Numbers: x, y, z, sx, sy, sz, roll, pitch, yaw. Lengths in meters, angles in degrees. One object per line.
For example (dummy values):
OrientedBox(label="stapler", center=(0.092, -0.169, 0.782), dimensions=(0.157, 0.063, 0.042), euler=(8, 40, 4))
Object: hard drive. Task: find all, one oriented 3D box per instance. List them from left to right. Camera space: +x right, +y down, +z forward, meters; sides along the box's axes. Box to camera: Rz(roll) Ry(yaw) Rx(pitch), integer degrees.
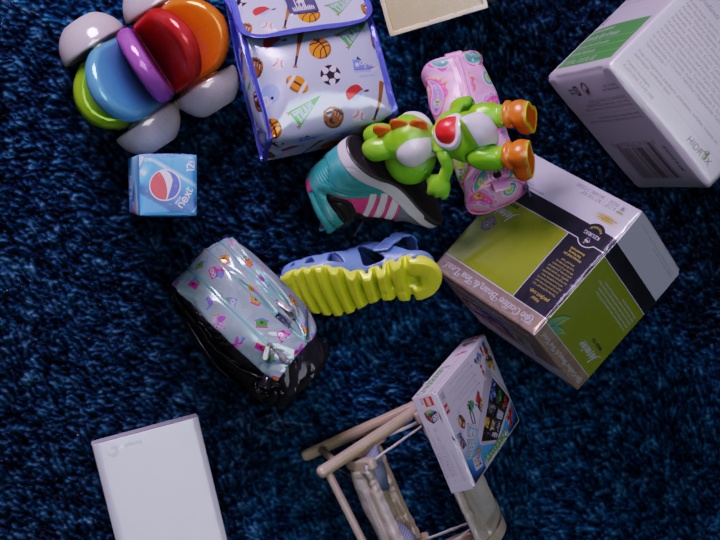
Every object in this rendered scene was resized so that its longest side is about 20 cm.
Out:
OrientedBox(label="hard drive", center=(-0.241, 0.290, 1.617), dimensions=(0.132, 0.026, 0.201), euler=(-14, 97, -12))

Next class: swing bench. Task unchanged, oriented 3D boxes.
OrientedBox(label="swing bench", center=(0.063, 0.273, 1.632), dimensions=(0.200, 0.130, 0.199), euler=(-27, 99, -10))

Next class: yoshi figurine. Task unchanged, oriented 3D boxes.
OrientedBox(label="yoshi figurine", center=(0.105, -0.143, 1.535), dimensions=(0.199, 0.112, 0.112), euler=(0, 117, 17))

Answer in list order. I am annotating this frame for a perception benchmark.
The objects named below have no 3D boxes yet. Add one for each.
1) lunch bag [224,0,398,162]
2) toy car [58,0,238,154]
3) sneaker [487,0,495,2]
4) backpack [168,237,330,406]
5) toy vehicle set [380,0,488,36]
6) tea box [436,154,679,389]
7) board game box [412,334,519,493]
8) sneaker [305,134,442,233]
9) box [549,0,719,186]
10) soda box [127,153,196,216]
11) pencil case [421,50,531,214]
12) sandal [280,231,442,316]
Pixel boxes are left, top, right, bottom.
OrientedBox(label="lunch bag", center=(-0.062, -0.251, 1.576), dimensions=(0.170, 0.124, 0.201), euler=(-12, 82, -12))
OrientedBox(label="toy car", center=(-0.239, -0.239, 1.517), dimensions=(0.200, 0.150, 0.175), euler=(-34, 101, -9))
OrientedBox(label="sneaker", center=(0.073, -0.364, 1.629), dimensions=(0.200, 0.074, 0.088), euler=(29, 97, -2))
OrientedBox(label="backpack", center=(-0.131, 0.061, 1.571), dimensions=(0.127, 0.167, 0.200), euler=(-44, 90, -13))
OrientedBox(label="toy vehicle set", center=(0.068, -0.393, 1.574), dimensions=(0.124, 0.027, 0.201), euler=(-14, 100, 7))
OrientedBox(label="tea box", center=(0.235, -0.001, 1.600), dimensions=(0.197, 0.200, 0.134), euler=(-47, 132, -5))
OrientedBox(label="board game box", center=(0.133, 0.171, 1.617), dimensions=(0.035, 0.200, 0.127), euler=(-18, 99, 27))
OrientedBox(label="sneaker", center=(0.003, -0.084, 1.622), dimensions=(0.121, 0.084, 0.200), euler=(-28, 142, 29))
OrientedBox(label="box", center=(0.382, -0.228, 1.626), dimensions=(0.171, 0.199, 0.200), euler=(-43, 102, -7))
OrientedBox(label="soda box", center=(-0.228, -0.097, 1.503), dimensions=(0.064, 0.200, 0.068), euler=(-1, 94, -13))
OrientedBox(label="pencil case", center=(0.139, -0.169, 1.605), dimensions=(0.087, 0.087, 0.200), euler=(-11, 68, -12))
OrientedBox(label="sandal", center=(0.000, 0.000, 1.631), dimensions=(0.199, 0.087, 0.080), euler=(-5, 130, 3))
